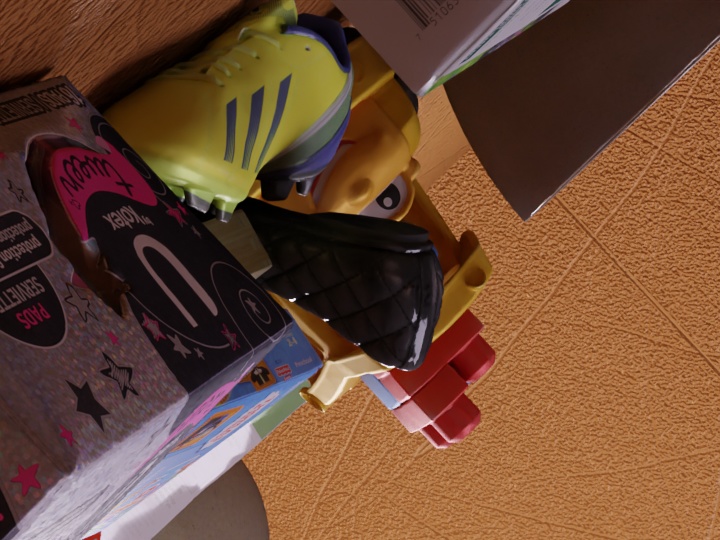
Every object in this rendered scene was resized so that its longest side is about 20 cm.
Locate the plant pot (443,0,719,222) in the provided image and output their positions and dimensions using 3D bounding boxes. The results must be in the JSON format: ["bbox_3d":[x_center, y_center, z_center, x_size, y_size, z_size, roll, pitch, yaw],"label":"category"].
[{"bbox_3d":[0.106,-0.139,1.208,0.200,0.134,0.200,-43,177,-3],"label":"plant pot"}]

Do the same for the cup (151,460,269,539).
[{"bbox_3d":[-0.162,0.150,1.539,0.200,0.200,0.143,-43,161,-12],"label":"cup"}]

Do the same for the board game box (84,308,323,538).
[{"bbox_3d":[-0.122,0.083,1.062,0.151,0.037,0.200,-37,170,26],"label":"board game box"}]

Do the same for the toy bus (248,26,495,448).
[{"bbox_3d":[0.000,0.000,1.263,0.136,0.192,0.200,-41,176,-15],"label":"toy bus"}]

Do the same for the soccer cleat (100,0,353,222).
[{"bbox_3d":[-0.052,-0.067,0.977,0.200,0.065,0.084,-21,129,-73],"label":"soccer cleat"}]

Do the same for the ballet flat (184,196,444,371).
[{"bbox_3d":[-0.048,-0.001,1.041,0.066,0.057,0.200,-1,-172,-44],"label":"ballet flat"}]

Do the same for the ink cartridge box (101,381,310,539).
[{"bbox_3d":[-0.127,0.081,1.407,0.200,0.048,0.146,-43,141,-13],"label":"ink cartridge box"}]

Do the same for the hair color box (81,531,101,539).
[{"bbox_3d":[-0.216,0.157,1.149,0.200,0.101,0.061,-30,135,-56],"label":"hair color box"}]

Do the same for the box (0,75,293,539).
[{"bbox_3d":[-0.121,0.035,0.724,0.132,0.115,0.200,-44,178,17],"label":"box"}]

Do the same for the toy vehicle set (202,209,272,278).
[{"bbox_3d":[-0.137,0.039,0.959,0.124,0.027,0.200,-35,172,40],"label":"toy vehicle set"}]

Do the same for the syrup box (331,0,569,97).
[{"bbox_3d":[0.054,-0.140,0.979,0.079,0.081,0.200,-43,177,26],"label":"syrup box"}]
